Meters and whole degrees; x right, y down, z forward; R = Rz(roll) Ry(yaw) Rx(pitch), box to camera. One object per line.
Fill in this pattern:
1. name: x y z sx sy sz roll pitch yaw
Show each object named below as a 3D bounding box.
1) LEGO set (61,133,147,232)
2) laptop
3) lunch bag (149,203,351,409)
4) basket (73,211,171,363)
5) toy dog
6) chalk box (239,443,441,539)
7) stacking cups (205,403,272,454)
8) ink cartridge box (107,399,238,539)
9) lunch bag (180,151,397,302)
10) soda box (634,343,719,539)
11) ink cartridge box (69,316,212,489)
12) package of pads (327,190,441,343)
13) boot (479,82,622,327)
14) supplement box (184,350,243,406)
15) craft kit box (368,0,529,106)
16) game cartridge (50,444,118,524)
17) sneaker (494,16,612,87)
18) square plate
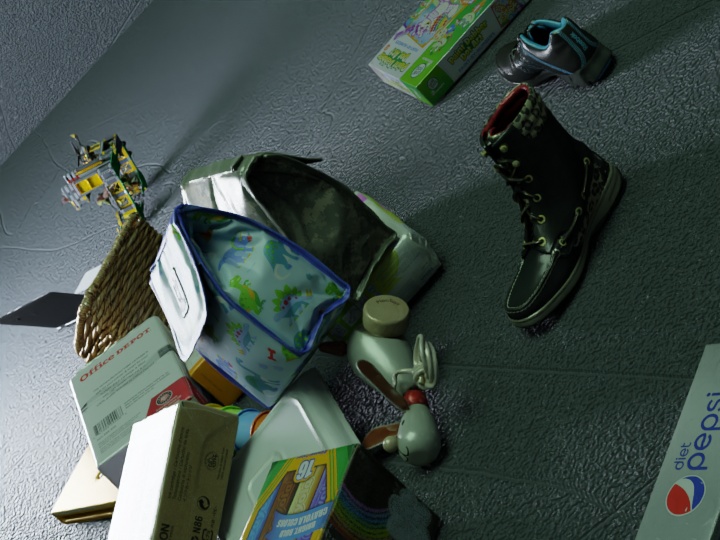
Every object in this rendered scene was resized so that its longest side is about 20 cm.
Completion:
1. LEGO set: -0.452 -0.142 2.439 0.115 0.155 0.201 -24 37 7
2. laptop: -0.474 0.020 2.287 0.186 0.116 0.201 -21 36 42
3. lunch bag: -0.131 0.030 1.471 0.128 0.199 0.170 -50 -3 -30
4. basket: -0.350 0.041 2.027 0.142 0.149 0.202 -21 37 42
5. toy dog: 0.015 0.110 1.398 0.095 0.134 0.200 -7 18 -8
6. chalk box: -0.036 0.276 1.234 0.123 0.125 0.201 -18 37 45
7. stacking cups: -0.112 0.179 1.572 0.199 0.061 0.061 -7 46 49
8. ink cartridge box: -0.207 0.254 1.492 0.164 0.074 0.203 -28 48 58
9. lunch bag: -0.089 -0.061 1.547 0.163 0.200 0.118 -3 52 57
10. soda box: 0.263 0.149 1.014 0.068 0.063 0.201 -11 44 49
11. ink cartridge box: -0.267 0.169 1.736 0.144 0.084 0.200 -36 35 0
12. package of pads: 0.000 0.000 1.631 0.155 0.068 0.200 -48 26 2
13. boot: 0.162 -0.065 1.367 0.073 0.154 0.205 -4 49 55
14. supplement box: -0.168 0.071 1.784 0.126 0.073 0.200 -46 26 4
15. craft kit box: 0.119 -0.329 1.938 0.198 0.048 0.200 -51 25 0
16. game cartridge: -0.306 0.234 1.828 0.175 0.032 0.201 -18 36 47
17. sneaker: 0.214 -0.266 1.652 0.074 0.082 0.199 -55 25 -13
18. square plate: -0.083 0.221 1.431 0.201 0.028 0.198 -51 35 11
